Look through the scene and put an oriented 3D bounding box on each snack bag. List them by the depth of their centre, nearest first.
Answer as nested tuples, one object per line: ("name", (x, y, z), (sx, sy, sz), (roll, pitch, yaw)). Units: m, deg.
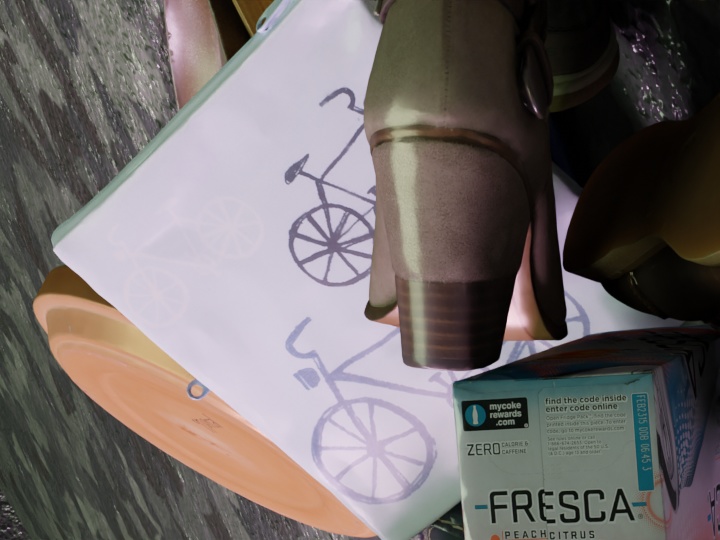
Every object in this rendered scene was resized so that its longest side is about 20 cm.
("snack bag", (0.000, 0.000, 0.936), (0.200, 0.021, 0.188), (40, 124, -11))

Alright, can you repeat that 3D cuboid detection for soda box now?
("soda box", (0.087, 0.058, 0.802), (0.200, 0.063, 0.069), (-11, -84, -73))

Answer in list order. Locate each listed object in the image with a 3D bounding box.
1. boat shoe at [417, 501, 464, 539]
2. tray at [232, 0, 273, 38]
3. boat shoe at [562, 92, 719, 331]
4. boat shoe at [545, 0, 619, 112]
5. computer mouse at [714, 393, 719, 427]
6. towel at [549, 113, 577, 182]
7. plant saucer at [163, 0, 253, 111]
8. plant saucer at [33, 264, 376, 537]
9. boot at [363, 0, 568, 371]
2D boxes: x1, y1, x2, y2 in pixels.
("boat shoe", (0.059, 0.149, 1.078), (0.075, 0.062, 0.200), (28, 163, 24))
("tray", (-0.024, -0.113, 1.063), (0.201, 0.037, 0.099), (64, 168, -8))
("boat shoe", (0.127, -0.019, 0.761), (0.070, 0.071, 0.200), (26, 172, -9))
("boat shoe", (0.023, -0.142, 0.882), (0.201, 0.072, 0.066), (49, 154, 27))
("computer mouse", (0.159, 0.038, 0.711), (0.044, 0.110, 0.200), (51, 176, -3))
("towel", (0.041, -0.068, 1.037), (0.200, 0.024, 0.145), (35, 150, 63))
("plant saucer", (-0.059, -0.067, 1.194), (0.200, 0.032, 0.201), (167, 90, -79))
("plant saucer", (-0.059, 0.065, 1.087), (0.199, 0.032, 0.200), (27, 163, 9))
("boot", (0.037, -0.049, 0.801), (0.200, 0.070, 0.147), (-59, -29, -84))
